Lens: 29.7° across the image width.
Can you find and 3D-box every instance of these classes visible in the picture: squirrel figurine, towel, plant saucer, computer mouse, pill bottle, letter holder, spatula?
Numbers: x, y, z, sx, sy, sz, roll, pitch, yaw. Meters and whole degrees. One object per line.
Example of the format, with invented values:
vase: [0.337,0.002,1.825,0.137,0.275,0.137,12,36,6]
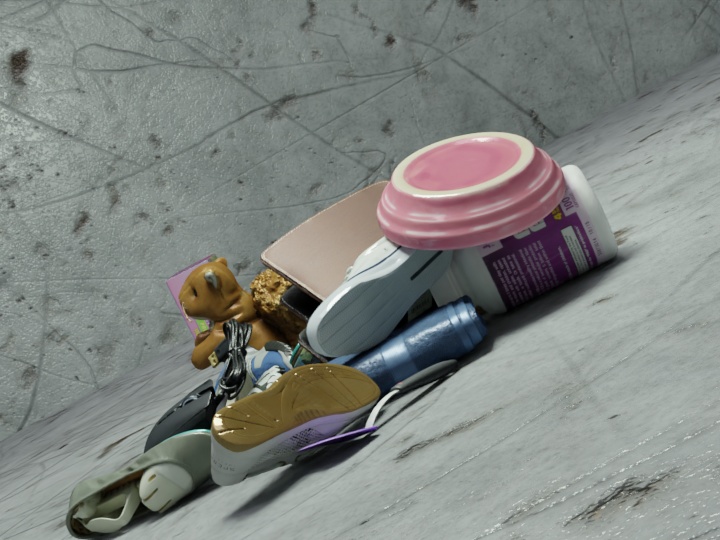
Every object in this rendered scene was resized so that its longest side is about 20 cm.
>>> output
squirrel figurine: [-0.149,0.062,1.862,0.199,0.188,0.142,-26,4,14]
towel: [0.033,0.092,1.357,0.199,0.049,0.112,-26,5,5]
plant saucer: [0.110,-0.090,1.405,0.199,0.051,0.201,-12,27,6]
computer mouse: [-0.178,0.136,1.422,0.200,0.046,0.141,-54,17,28]
pill bottle: [0.165,-0.022,1.457,0.199,0.113,0.112,-27,4,4]
letter holder: [0.000,0.000,1.541,0.199,0.101,0.142,-33,48,-29]
spatula: [0.025,0.122,1.236,0.199,0.021,0.056,-31,2,-41]

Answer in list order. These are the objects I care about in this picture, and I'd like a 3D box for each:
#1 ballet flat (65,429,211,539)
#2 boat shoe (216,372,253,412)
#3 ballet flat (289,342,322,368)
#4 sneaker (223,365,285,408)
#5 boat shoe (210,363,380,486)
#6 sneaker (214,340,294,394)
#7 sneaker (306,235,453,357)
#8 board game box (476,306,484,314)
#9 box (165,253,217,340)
ballet flat: [-0.216,0.223,1.361,0.199,0.067,0.064,-26,32,26]
boat shoe: [-0.151,0.160,1.528,0.062,0.073,0.200,-23,10,5]
ballet flat: [-0.021,0.089,1.632,0.074,0.075,0.200,-25,9,28]
sneaker: [-0.107,0.150,1.404,0.090,0.067,0.200,-25,7,-2]
boat shoe: [-0.064,0.142,1.238,0.199,0.071,0.070,-16,-47,-45]
sneaker: [-0.119,0.139,1.695,0.199,0.076,0.077,-16,38,58]
sneaker: [0.011,0.022,1.382,0.200,0.074,0.070,-36,26,-34]
board game box: [0.117,0.040,1.577,0.199,0.030,0.096,-30,7,1]
box: [-0.305,0.070,2.758,0.096,0.177,0.200,-26,5,0]
